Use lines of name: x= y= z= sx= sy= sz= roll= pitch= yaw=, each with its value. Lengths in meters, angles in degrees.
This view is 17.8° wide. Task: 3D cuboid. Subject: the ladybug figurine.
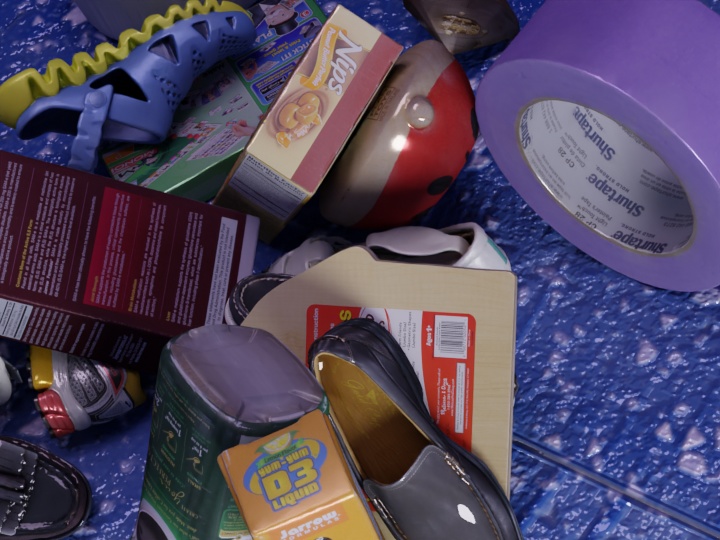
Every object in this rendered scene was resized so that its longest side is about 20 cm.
ladybug figurine: x=0.030 y=-0.083 z=1.534 sx=0.072 sy=0.200 sz=0.136 roll=31 pitch=83 yaw=-5

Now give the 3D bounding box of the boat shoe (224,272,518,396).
boat shoe: x=0.006 y=0.042 z=1.461 sx=0.199 sy=0.061 sz=0.074 roll=24 pitch=60 yaw=14

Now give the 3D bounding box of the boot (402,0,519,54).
boot: x=0.017 y=-0.246 z=1.685 sx=0.185 sy=0.064 sz=0.201 roll=10 pitch=43 yaw=-26

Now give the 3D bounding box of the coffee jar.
coffee jar: x=-0.084 y=0.140 z=1.364 sx=0.085 sy=0.201 sz=0.104 roll=-9 pitch=38 yaw=-34

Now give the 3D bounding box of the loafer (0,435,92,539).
loafer: x=-0.274 y=0.131 z=1.494 sx=0.198 sy=0.063 sz=0.072 roll=15 pitch=84 yaw=9

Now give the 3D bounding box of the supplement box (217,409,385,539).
supplement box: x=-0.015 y=0.167 z=1.305 sx=0.066 sy=0.201 sz=0.069 roll=-24 pitch=46 yaw=0

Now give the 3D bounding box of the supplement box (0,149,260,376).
supplement box: x=-0.173 y=-0.001 z=1.513 sx=0.198 sy=0.061 sz=0.110 roll=15 pitch=58 yaw=-12

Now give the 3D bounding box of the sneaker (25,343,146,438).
sneaker: x=-0.185 y=0.024 z=1.587 sx=0.081 sy=0.078 sz=0.201 roll=-11 pitch=56 yaw=2

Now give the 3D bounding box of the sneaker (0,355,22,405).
sneaker: x=-0.285 y=0.048 z=1.593 sx=0.128 sy=0.080 sz=0.200 roll=-1 pitch=51 yaw=18

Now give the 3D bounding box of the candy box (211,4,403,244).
candy box: x=-0.039 y=-0.093 z=1.533 sx=0.055 sy=0.200 sz=0.116 roll=32 pitch=77 yaw=-4

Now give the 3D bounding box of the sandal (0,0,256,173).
sandal: x=-0.161 y=-0.128 z=1.670 sx=0.199 sy=0.080 sz=0.087 roll=-28 pitch=78 yaw=-10

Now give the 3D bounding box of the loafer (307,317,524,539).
loafer: x=0.028 y=0.122 z=1.360 sx=0.073 sy=0.072 sz=0.201 roll=-39 pitch=83 yaw=16

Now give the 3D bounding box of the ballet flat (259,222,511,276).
ballet flat: x=0.000 y=0.000 z=1.534 sx=0.198 sy=0.070 sz=0.070 roll=-9 pitch=49 yaw=14

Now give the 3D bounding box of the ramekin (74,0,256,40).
ramekin: x=-0.152 y=-0.270 z=1.799 sx=0.199 sy=0.098 sz=0.202 roll=-10 pitch=49 yaw=12

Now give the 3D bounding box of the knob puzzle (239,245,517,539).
knob puzzle: x=-0.002 y=0.083 z=1.420 sx=0.218 sy=0.030 sz=0.222 roll=2 pitch=96 yaw=16

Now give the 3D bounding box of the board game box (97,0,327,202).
board game box: x=-0.101 y=-0.123 z=1.701 sx=0.199 sy=0.029 sz=0.135 roll=-29 pitch=48 yaw=-5

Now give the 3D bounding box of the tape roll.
tape roll: x=0.175 y=-0.086 z=1.448 sx=0.199 sy=0.201 sz=0.085 roll=23 pitch=61 yaw=34
